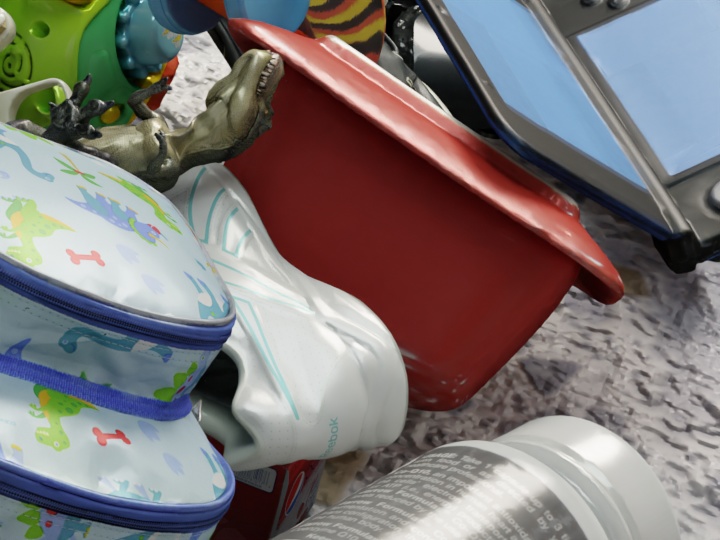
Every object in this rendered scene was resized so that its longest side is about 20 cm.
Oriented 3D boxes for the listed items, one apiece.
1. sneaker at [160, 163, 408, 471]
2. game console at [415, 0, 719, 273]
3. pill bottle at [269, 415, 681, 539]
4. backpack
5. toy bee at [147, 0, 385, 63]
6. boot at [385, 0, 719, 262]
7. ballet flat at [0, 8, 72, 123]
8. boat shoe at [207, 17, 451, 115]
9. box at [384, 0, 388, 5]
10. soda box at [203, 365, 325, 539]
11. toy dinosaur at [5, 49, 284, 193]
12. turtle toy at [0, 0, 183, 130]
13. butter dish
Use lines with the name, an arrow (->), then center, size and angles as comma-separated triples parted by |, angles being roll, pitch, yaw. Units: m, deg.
sneaker -> -0.070, 0.009, 1.126 | 0.080, 0.071, 0.200 | -18, 43, -37
game console -> 0.119, -0.107, 1.242 | 0.170, 0.119, 0.200 | -24, 44, -3
pill bottle -> 0.027, 0.131, 1.053 | 0.113, 0.113, 0.200 | 33, 38, 28
backpack -> -0.134, 0.037, 0.991 | 0.183, 0.147, 0.200 | 19, 24, -35
toy bee -> -0.051, -0.155, 1.252 | 0.131, 0.109, 0.200 | 11, -1, 19
boot -> 0.094, -0.074, 1.425 | 0.168, 0.077, 0.200 | 7, 27, -17
ballet flat -> -0.169, -0.079, 1.270 | 0.200, 0.074, 0.074 | 54, 40, 2
boat shoe -> -0.019, -0.096, 1.373 | 0.200, 0.074, 0.066 | 54, 7, 16
box -> -0.050, -0.201, 1.551 | 0.199, 0.095, 0.078 | 18, 32, 3
soda box -> -0.114, 0.053, 1.164 | 0.199, 0.064, 0.070 | 21, 33, 10
toy dinosaur -> -0.124, -0.042, 1.101 | 0.199, 0.088, 0.048 | -21, 63, 4
turtle toy -> -0.139, -0.123, 1.372 | 0.101, 0.146, 0.200 | 26, 28, -20
butter dish -> 0.000, 0.000, 1.222 | 0.199, 0.148, 0.200 | 34, -1, 2
